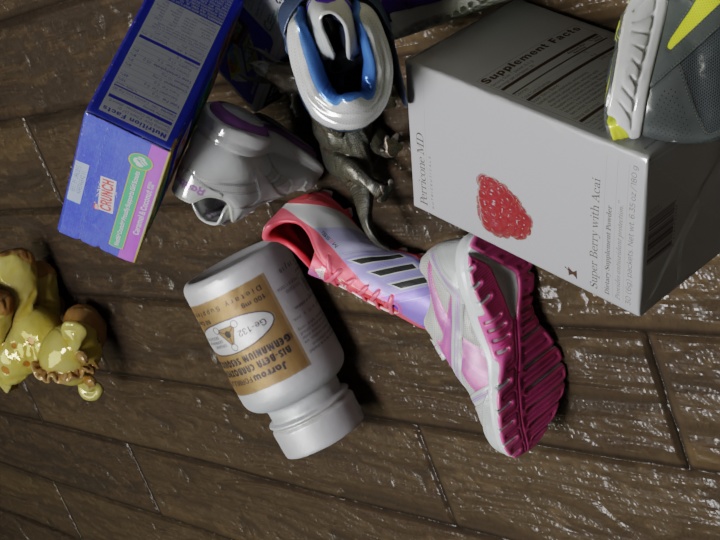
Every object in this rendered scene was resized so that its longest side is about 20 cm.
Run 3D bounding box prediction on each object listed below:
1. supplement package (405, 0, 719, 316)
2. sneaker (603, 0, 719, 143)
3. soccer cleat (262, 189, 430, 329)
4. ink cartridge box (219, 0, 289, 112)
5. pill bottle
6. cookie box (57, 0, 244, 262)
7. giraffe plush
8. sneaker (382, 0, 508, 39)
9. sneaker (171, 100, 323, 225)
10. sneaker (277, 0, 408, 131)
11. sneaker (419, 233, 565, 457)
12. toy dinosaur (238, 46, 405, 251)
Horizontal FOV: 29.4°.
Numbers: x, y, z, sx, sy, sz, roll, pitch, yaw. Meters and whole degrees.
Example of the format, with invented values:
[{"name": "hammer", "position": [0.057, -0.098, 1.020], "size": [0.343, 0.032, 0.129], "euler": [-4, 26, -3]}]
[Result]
[{"name": "supplement package", "position": [0.141, -0.081, 0.910], "size": [0.200, 0.120, 0.122], "euler": [29, 138, 38]}, {"name": "sneaker", "position": [0.196, -0.167, 0.782], "size": [0.084, 0.074, 0.201], "euler": [14, 101, 5]}, {"name": "soccer cleat", "position": [0.000, 0.000, 1.212], "size": [0.200, 0.076, 0.067], "euler": [39, 144, 28]}, {"name": "ink cartridge box", "position": [-0.118, -0.269, 1.172], "size": [0.200, 0.043, 0.198], "euler": [47, 147, 12]}, {"name": "pill bottle", "position": [-0.081, 0.078, 1.353], "size": [0.114, 0.114, 0.201], "euler": [-15, 105, 57]}, {"name": "cookie box", "position": [-0.169, -0.136, 1.124], "size": [0.075, 0.201, 0.171], "euler": [23, 146, -6]}, {"name": "giraffe plush", "position": [-0.401, 0.085, 1.772], "size": [0.161, 0.201, 0.173], "euler": [9, 161, 22]}, {"name": "sneaker", "position": [0.048, -0.223, 0.964], "size": [0.200, 0.069, 0.100], "euler": [-10, 101, 53]}, {"name": "sneaker", "position": [-0.101, -0.086, 1.181], "size": [0.075, 0.200, 0.100], "euler": [35, 99, 21]}, {"name": "sneaker", "position": [-0.019, -0.191, 0.896], "size": [0.146, 0.080, 0.201], "euler": [-123, 24, -81]}, {"name": "sneaker", "position": [0.104, 0.056, 1.126], "size": [0.088, 0.081, 0.201], "euler": [7, 115, 52]}, {"name": "toy dinosaur", "position": [-0.009, -0.112, 1.151], "size": [0.200, 0.077, 0.102], "euler": [56, 168, -28]}]
